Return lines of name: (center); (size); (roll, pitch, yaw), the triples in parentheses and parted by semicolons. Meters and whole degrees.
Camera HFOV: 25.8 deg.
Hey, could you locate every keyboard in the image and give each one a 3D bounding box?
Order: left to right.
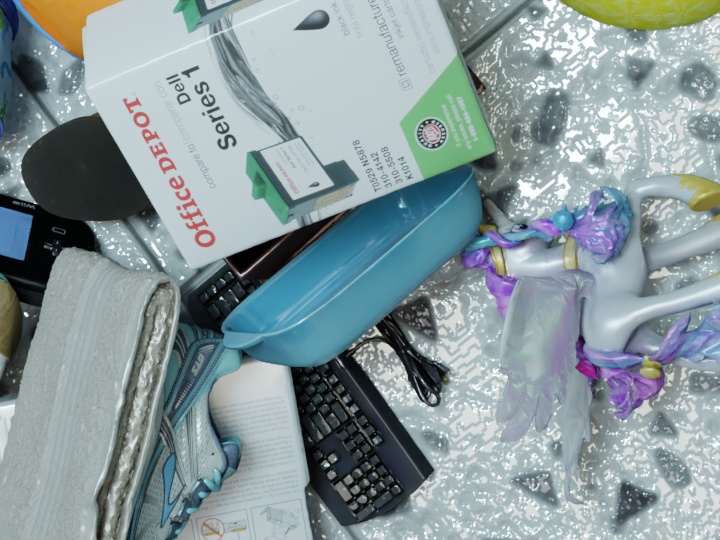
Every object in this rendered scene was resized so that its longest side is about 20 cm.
keyboard: (-0.019, 0.065, 1.066); (0.127, 0.021, 0.201); (-38, 86, 13)

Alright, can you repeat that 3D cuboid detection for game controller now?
game controller: (-0.276, -0.030, 1.049); (0.198, 0.105, 0.042); (16, 126, -14)

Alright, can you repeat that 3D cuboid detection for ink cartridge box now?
ink cartridge box: (-0.131, 0.154, 1.044); (0.198, 0.044, 0.176); (-10, 96, -5)
ink cartridge box: (-0.041, -0.106, 0.904); (0.198, 0.085, 0.147); (-22, 128, 8)

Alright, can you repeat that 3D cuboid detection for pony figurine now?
pony figurine: (0.154, 0.029, 0.973); (0.198, 0.167, 0.195); (-7, 60, 16)

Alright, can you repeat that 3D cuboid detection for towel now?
towel: (-0.172, 0.090, 0.954); (0.132, 0.034, 0.202); (14, 91, 51)

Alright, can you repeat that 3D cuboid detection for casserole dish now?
casserole dish: (0.000, 0.000, 0.987); (0.200, 0.121, 0.039); (-41, 108, -23)

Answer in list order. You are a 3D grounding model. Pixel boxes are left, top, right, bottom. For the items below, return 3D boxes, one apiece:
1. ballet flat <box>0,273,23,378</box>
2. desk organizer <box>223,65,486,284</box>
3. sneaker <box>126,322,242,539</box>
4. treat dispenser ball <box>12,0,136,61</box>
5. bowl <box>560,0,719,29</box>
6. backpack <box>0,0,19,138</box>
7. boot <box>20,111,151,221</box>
ballet flat: (-0.268, 0.070, 1.045); (0.067, 0.200, 0.073); (11, 60, -23)
desk organizer: (-0.018, -0.082, 1.016); (0.200, 0.077, 0.072); (-41, 85, 6)
sneaker: (-0.118, 0.130, 0.986); (0.085, 0.078, 0.202); (9, 93, -10)
treat dispenser ball: (-0.133, -0.223, 0.979); (0.198, 0.201, 0.204); (1, 94, 13)
bowl: (0.174, -0.252, 0.955); (0.198, 0.108, 0.203); (1, 94, 13)
backpack: (-0.328, -0.167, 1.040); (0.198, 0.183, 0.149); (8, 75, 3)
boot: (-0.141, -0.090, 1.065); (0.198, 0.076, 0.074); (-18, 110, 28)
